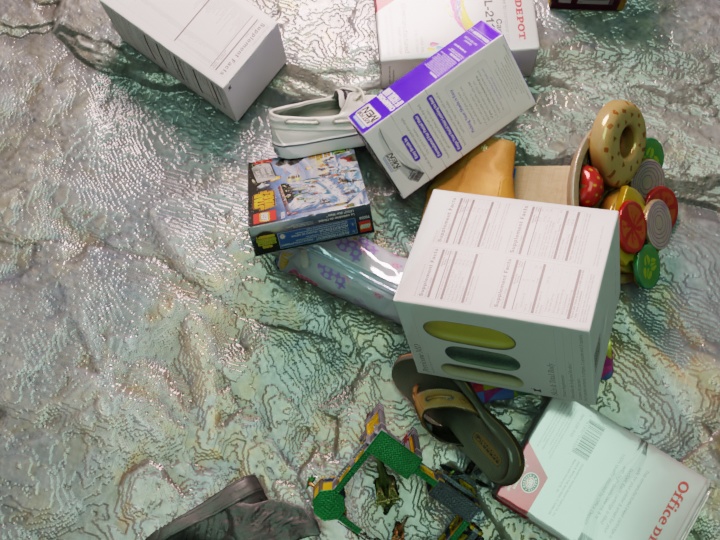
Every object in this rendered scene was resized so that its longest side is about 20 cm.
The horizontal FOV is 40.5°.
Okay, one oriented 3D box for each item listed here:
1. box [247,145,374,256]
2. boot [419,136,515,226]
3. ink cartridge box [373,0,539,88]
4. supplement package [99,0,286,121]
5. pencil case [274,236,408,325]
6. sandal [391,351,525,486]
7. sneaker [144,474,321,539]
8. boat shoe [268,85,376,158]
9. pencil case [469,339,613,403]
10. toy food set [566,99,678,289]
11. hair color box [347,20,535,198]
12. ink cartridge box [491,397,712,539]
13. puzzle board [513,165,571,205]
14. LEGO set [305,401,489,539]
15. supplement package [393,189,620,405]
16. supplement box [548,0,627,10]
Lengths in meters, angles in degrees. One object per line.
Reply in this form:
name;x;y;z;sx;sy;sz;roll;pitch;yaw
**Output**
box;-0.063;-0.088;1.146;0.136;0.200;0.040;-11;118;-1
boot;0.167;-0.088;1.163;0.200;0.071;0.145;12;74;34
ink cartridge box;0.118;-0.322;1.239;0.199;0.083;0.146;-5;77;1
supplement package;-0.207;-0.301;1.230;0.200;0.110;0.114;37;81;9
pencil case;0.000;0.000;1.168;0.199;0.091;0.083;26;80;6
sandal;0.099;0.166;1.090;0.054;0.082;0.200;-16;53;-38
sneaker;-0.153;0.312;1.118;0.199;0.060;0.104;-32;74;-9
boat shoe;-0.016;-0.196;1.210;0.199;0.066;0.072;-12;35;-1
pencil case;0.199;0.105;1.145;0.199;0.088;0.089;-10;77;-2
toy food set;0.311;-0.083;1.147;0.049;0.198;0.201;-3;57;46
hair color box;0.097;-0.192;1.166;0.200;0.109;0.065;-36;37;0
ink cartridge box;0.271;0.249;1.108;0.200;0.085;0.146;32;81;10
puzzle board;0.198;-0.032;1.173;0.150;0.017;0.201;3;73;33
LEGO set;0.043;0.249;1.117;0.199;0.116;0.154;28;99;-5
supplement package;0.162;0.027;1.036;0.199;0.152;0.151;9;58;21
supplement box;0.299;-0.452;1.238;0.103;0.131;0.201;3;77;3
